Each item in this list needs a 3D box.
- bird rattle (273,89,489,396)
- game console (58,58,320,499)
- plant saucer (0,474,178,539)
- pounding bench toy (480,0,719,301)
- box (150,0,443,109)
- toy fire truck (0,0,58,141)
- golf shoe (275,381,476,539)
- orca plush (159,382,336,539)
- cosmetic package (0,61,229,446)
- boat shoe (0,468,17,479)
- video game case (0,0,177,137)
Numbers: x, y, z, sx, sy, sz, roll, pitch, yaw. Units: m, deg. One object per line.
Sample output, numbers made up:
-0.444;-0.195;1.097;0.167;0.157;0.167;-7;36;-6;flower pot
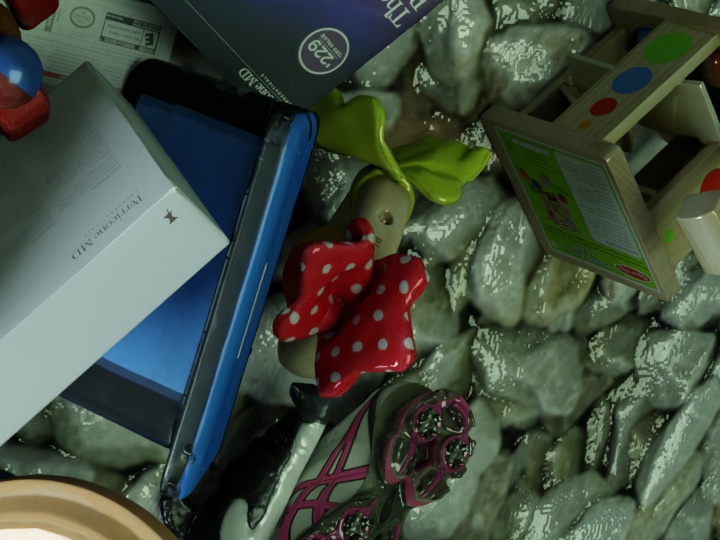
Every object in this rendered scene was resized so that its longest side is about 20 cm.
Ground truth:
0.000;0.000;1.108;0.113;0.163;0.200;18;53;-12;bird rattle
-0.105;-0.003;0.996;0.118;0.171;0.200;17;96;2;game console
-0.167;0.207;0.985;0.032;0.200;0.200;-6;114;-75;plant saucer
0.214;-0.079;1.235;0.156;0.200;0.124;-41;125;-18;pounding bench toy
-0.058;-0.194;1.042;0.141;0.079;0.200;-37;129;11;box
-0.210;-0.139;0.903;0.112;0.168;0.200;-35;121;-8;toy fire truck
-0.012;0.154;1.204;0.200;0.092;0.073;-49;121;-25;golf shoe
-0.089;0.150;1.170;0.071;0.105;0.200;27;106;-4;orca plush
-0.176;0.004;0.956;0.200;0.151;0.052;-41;126;2;cosmetic package
-0.246;0.142;1.057;0.200;0.072;0.072;21;101;-33;boat shoe
-0.188;-0.064;1.057;0.143;0.018;0.200;11;99;-39;video game case
